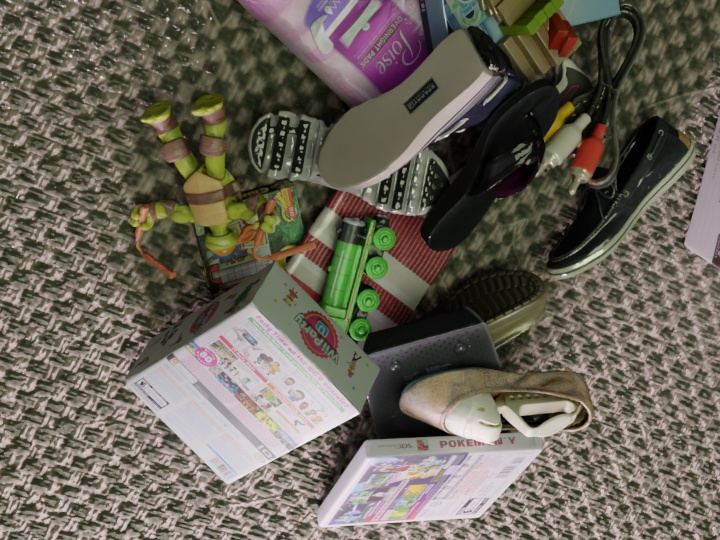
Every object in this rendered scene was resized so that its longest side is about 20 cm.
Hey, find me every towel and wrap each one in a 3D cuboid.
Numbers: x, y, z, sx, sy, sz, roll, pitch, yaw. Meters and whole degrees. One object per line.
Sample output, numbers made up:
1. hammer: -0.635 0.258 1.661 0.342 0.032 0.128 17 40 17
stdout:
1. towel: 0.000 0.000 1.671 0.144 0.023 0.201 36 87 -28

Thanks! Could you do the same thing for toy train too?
1. toy train: -0.016 0.041 1.641 0.056 0.042 0.202 12 98 -15

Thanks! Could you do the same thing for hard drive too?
1. hard drive: 0.074 0.120 1.672 0.133 0.043 0.201 -15 135 1

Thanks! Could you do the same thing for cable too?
1. cable: 0.230 -0.160 1.622 0.097 0.050 0.201 32 83 7

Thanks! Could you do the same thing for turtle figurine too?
1. turtle figurine: -0.132 -0.078 1.560 0.064 0.198 0.163 -42 126 -50

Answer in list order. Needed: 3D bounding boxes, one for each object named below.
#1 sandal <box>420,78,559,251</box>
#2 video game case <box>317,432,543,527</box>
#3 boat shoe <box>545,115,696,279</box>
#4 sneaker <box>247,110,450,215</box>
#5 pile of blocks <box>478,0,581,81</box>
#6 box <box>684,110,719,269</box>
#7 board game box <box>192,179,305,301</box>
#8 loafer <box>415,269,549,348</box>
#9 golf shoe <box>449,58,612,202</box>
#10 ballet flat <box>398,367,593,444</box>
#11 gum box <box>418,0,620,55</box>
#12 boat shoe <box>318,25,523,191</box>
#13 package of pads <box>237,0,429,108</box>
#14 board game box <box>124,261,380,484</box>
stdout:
1. sandal: 0.130 -0.088 1.572 0.075 0.048 0.201 -2 134 -45
2. video game case: 0.065 0.209 1.707 0.180 0.200 0.023 -1 64 -17
3. boat shoe: 0.251 -0.074 1.715 0.200 0.075 0.062 -46 110 -4
4. sneaker: -0.011 -0.103 1.603 0.198 0.081 0.076 17 91 -11
5. pile of blocks: 0.150 -0.269 1.521 0.082 0.062 0.202 -21 106 -26
6. box: 0.463 -0.089 1.743 0.198 0.131 0.201 7 106 -20
7. board game box: -0.095 0.021 1.663 0.104 0.023 0.202 -18 113 -14
8. loafer: 0.103 0.068 1.717 0.199 0.076 0.069 -27 128 7
9. golf shoe: 0.147 -0.127 1.671 0.199 0.077 0.089 -32 100 -12
10. ballet flat: 0.136 0.130 1.623 0.198 0.068 0.069 -4 133 -20
11. gum box: 0.139 -0.301 1.573 0.198 0.044 0.172 -16 102 -27
12. boat shoe: 0.059 -0.134 1.538 0.199 0.075 0.092 -35 156 23
13. package of pads: -0.013 -0.235 1.569 0.200 0.076 0.121 41 91 -26
14. board game box: -0.103 0.098 1.591 0.148 0.064 0.199 46 132 -16
